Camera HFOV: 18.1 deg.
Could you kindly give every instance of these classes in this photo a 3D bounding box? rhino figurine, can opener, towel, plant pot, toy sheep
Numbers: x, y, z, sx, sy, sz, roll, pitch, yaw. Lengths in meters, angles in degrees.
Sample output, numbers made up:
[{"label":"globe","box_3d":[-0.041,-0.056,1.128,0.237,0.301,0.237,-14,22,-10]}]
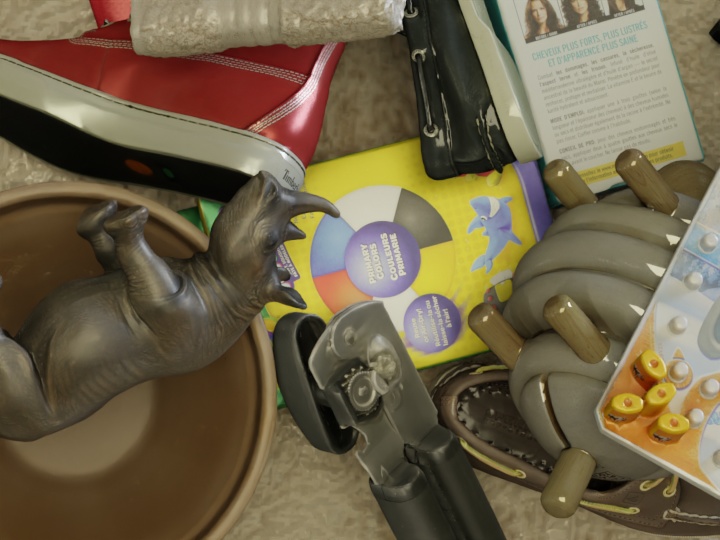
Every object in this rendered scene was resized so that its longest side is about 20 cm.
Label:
[{"label":"rhino figurine","box_3d":[-0.101,0.012,1.035,0.199,0.060,0.088,-24,108,-7]},{"label":"can opener","box_3d":[0.019,0.100,1.117,0.053,0.067,0.201,-42,120,-30]},{"label":"towel","box_3d":[-0.032,-0.181,1.091,0.132,0.035,0.201,-4,48,15]},{"label":"plant pot","box_3d":[-0.141,0.060,1.106,0.199,0.093,0.202,0,87,-5]},{"label":"toy sheep","box_3d":[0.125,0.029,1.066,0.137,0.138,0.201,33,64,-2]}]

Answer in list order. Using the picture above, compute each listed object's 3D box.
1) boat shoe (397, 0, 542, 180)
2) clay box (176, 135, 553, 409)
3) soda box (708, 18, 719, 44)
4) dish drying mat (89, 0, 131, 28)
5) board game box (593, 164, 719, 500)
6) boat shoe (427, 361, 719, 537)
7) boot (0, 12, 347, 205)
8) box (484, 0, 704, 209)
[{"label":"boat shoe","box_3d":[0.029,-0.131,1.129,0.066,0.074,0.200,-23,70,10]},{"label":"clay box","box_3d":[0.000,0.000,1.144,0.199,0.048,0.116,-15,88,-7]},{"label":"soda box","box_3d":[0.271,-0.182,1.166,0.063,0.071,0.200,40,84,-3]},{"label":"dish drying mat","box_3d":[-0.103,-0.151,1.159,0.076,0.018,0.201,-18,90,-3]},{"label":"board game box","box_3d":[0.233,0.029,0.999,0.199,0.026,0.201,29,74,3]},{"label":"boat shoe","box_3d":[0.131,0.091,1.144,0.199,0.060,0.072,16,85,-4]},{"label":"boot","box_3d":[-0.100,-0.118,1.123,0.199,0.072,0.145,14,70,18]},{"label":"box","box_3d":[0.106,-0.138,1.160,0.082,0.049,0.201,-16,88,-7]}]
